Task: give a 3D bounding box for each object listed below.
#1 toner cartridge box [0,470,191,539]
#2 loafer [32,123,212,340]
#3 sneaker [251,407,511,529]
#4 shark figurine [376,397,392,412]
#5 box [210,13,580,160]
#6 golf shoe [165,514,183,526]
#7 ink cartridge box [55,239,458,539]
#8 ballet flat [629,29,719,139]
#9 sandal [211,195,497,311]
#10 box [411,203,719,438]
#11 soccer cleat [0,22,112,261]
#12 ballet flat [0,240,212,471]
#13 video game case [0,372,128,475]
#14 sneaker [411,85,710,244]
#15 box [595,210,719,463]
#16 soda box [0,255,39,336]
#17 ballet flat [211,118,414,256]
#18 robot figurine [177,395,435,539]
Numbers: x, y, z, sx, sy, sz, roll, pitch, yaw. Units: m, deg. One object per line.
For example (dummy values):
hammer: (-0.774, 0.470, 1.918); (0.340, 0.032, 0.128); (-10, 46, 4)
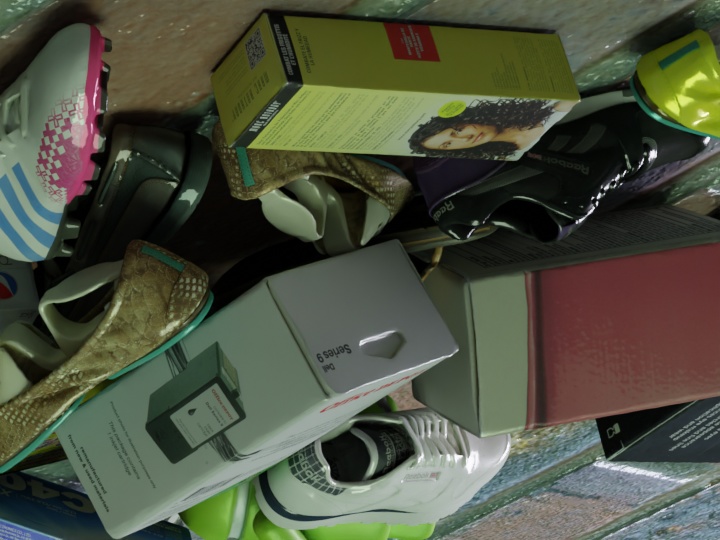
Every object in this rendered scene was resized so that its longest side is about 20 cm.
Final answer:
toner cartridge box: (-0.208, 0.176, 1.802); (0.200, 0.095, 0.043); (20, 105, -15)
loafer: (-0.159, -0.024, 1.606); (0.063, 0.072, 0.200); (21, 135, -24)
sneaker: (0.028, 0.124, 1.792); (0.200, 0.076, 0.081); (-11, 159, -37)
shark figurine: (0.034, 0.056, 1.861); (0.214, 0.090, 0.128); (8, 150, -39)
box: (0.021, -0.102, 1.536); (0.200, 0.050, 0.075); (1, 152, -31)
golf shoe: (-0.157, 0.154, 2.008); (0.200, 0.078, 0.094); (-27, 137, 22)
ink cartridge box: (-0.062, 0.070, 1.639); (0.200, 0.084, 0.146); (-34, 171, 34)
ballet flat: (0.243, -0.104, 1.654); (0.067, 0.067, 0.200); (-43, 145, 25)
sandal: (0.000, 0.000, 1.708); (0.200, 0.055, 0.082); (-20, -165, 16)
box: (0.141, 0.030, 1.765); (0.200, 0.109, 0.128); (-9, -167, -18)
soccer cleat: (-0.187, -0.065, 1.474); (0.086, 0.070, 0.200); (8, 147, -11)
ballet flat: (-0.170, 0.044, 1.579); (0.065, 0.071, 0.200); (43, 119, -16)
video game case: (-0.164, 0.084, 1.794); (0.181, 0.026, 0.200); (-30, 172, 22)
sneaker: (0.127, -0.055, 1.657); (0.200, 0.088, 0.076); (-6, 155, -20)
box: (0.293, 0.049, 1.958); (0.200, 0.117, 0.197); (5, 150, -36)
soda box: (-0.260, 0.041, 1.678); (0.068, 0.064, 0.200); (-3, 154, -26)
ballet flat: (-0.027, -0.043, 1.613); (0.070, 0.065, 0.200); (-16, 160, 27)
robot figurine: (-0.044, 0.136, 1.883); (0.200, 0.175, 0.116); (5, 126, -8)
